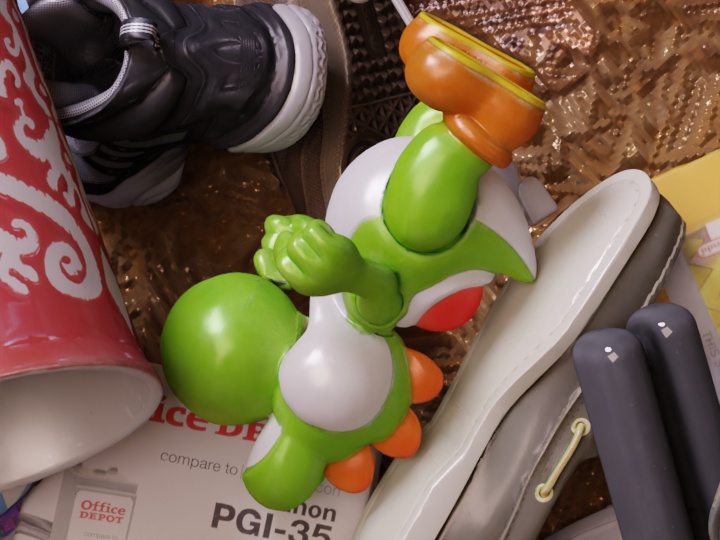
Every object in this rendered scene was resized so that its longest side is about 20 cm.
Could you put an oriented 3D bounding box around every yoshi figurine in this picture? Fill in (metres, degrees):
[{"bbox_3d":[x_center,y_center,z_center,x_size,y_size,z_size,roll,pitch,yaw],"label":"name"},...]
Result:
[{"bbox_3d":[-0.013,-0.006,1.080,0.112,0.112,0.201,38,106,40],"label":"yoshi figurine"}]

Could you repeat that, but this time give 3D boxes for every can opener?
[{"bbox_3d":[0.137,0.113,1.040,0.053,0.067,0.201,-22,101,-26],"label":"can opener"}]

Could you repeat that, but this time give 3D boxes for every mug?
[{"bbox_3d":[-0.185,-0.022,1.043,0.176,0.134,0.201,-14,71,-13],"label":"mug"}]

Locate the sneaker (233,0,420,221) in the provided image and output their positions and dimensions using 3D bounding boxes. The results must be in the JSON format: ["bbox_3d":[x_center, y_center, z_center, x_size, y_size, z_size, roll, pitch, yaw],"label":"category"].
[{"bbox_3d":[-0.018,-0.074,1.203,0.075,0.070,0.202,-13,82,42],"label":"sneaker"}]

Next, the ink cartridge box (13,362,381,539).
[{"bbox_3d":[-0.077,0.145,1.148,0.145,0.083,0.201,11,75,1],"label":"ink cartridge box"}]

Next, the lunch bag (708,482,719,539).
[{"bbox_3d":[0.246,0.057,1.008,0.199,0.168,0.140,25,133,7],"label":"lunch bag"}]

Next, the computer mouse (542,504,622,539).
[{"bbox_3d":[0.105,0.133,1.147,0.199,0.044,0.110,-24,78,16],"label":"computer mouse"}]

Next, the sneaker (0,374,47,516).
[{"bbox_3d":[-0.185,0.079,1.123,0.200,0.072,0.072,-46,40,13],"label":"sneaker"}]

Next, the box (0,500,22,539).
[{"bbox_3d":[-0.164,0.162,1.241,0.199,0.039,0.138,-29,78,15],"label":"box"}]

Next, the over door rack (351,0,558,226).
[{"bbox_3d":[0.072,-0.136,1.148,0.147,0.067,0.201,-33,89,-6],"label":"over door rack"}]

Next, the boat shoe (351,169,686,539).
[{"bbox_3d":[0.071,0.054,1.093,0.060,0.072,0.202,30,99,-18],"label":"boat shoe"}]

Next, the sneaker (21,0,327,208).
[{"bbox_3d":[-0.111,-0.079,1.165,0.199,0.113,0.076,-14,71,51],"label":"sneaker"}]

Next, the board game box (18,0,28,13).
[{"bbox_3d":[-0.106,-0.215,1.247,0.200,0.037,0.152,-42,74,11],"label":"board game box"}]

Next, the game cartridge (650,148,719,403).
[{"bbox_3d":[0.202,0.035,1.104,0.175,0.032,0.201,-23,78,2],"label":"game cartridge"}]
